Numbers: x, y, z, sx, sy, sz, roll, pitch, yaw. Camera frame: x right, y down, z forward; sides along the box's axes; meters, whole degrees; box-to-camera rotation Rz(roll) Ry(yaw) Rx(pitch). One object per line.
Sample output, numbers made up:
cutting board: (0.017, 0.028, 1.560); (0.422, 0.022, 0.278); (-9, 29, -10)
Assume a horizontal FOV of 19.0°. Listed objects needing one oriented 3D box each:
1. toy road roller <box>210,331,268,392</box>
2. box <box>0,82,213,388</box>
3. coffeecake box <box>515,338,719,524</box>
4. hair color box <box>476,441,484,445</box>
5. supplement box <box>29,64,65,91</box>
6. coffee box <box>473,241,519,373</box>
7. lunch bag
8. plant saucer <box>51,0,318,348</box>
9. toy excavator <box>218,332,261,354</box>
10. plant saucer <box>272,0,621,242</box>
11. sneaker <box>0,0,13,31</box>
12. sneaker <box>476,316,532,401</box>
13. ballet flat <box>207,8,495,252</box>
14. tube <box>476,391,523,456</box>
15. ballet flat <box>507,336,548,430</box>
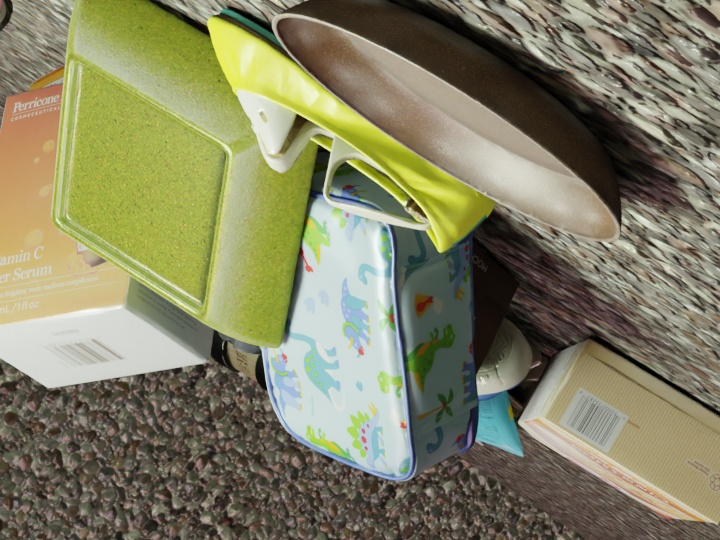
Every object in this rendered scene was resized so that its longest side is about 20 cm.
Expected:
toy road roller: (-0.075, 0.018, 2.144); (0.123, 0.146, 0.201); (25, 133, 49)
box: (-0.187, -0.033, 1.573); (0.152, 0.201, 0.106); (-11, 150, 30)
coffeecake box: (0.211, 0.127, 1.679); (0.153, 0.073, 0.200); (31, 174, 1)
hair color box: (0.079, 0.113, 2.255); (0.109, 0.065, 0.200); (30, 175, 22)
supplement box: (-0.232, -0.072, 1.743); (0.069, 0.201, 0.067); (-20, 141, 30)
coffee box: (0.000, 0.000, 1.563); (0.200, 0.080, 0.113); (14, 161, 45)
lunch bag: (-0.001, 0.025, 1.407); (0.160, 0.082, 0.201); (16, 120, 45)
plant saucer: (-0.128, -0.062, 1.382); (0.199, 0.048, 0.201); (31, 131, 24)
toy excavator: (0.005, 0.053, 1.894); (0.200, 0.100, 0.194); (34, -158, 23)
plant saucer: (0.048, -0.080, 1.053); (0.200, 0.032, 0.200); (31, 174, 4)
sneaker: (-0.348, -0.234, 1.635); (0.200, 0.079, 0.095); (32, -175, 10)
sneaker: (0.059, 0.085, 1.620); (0.199, 0.077, 0.111); (-2, 141, 36)
ballet flat: (-0.016, -0.076, 1.227); (0.200, 0.067, 0.067); (31, 174, 9)
tube: (0.084, 0.081, 1.709); (0.077, 0.050, 0.200); (22, 148, 26)
ballet flat: (0.123, 0.088, 1.830); (0.200, 0.075, 0.068); (41, -150, -60)
